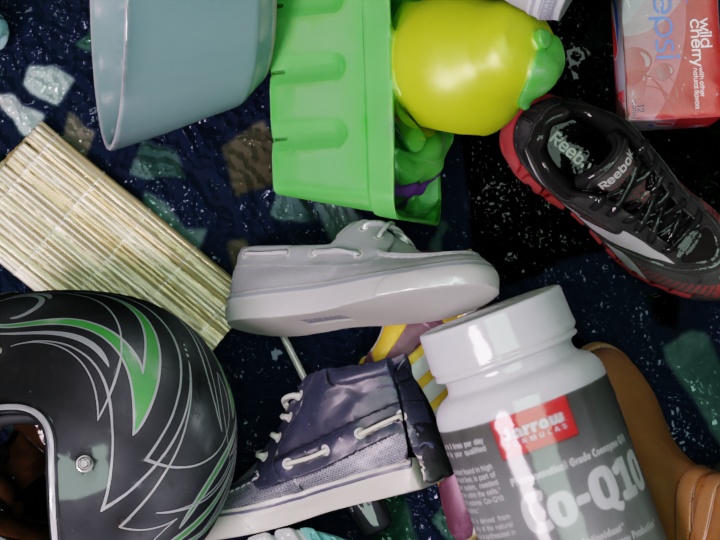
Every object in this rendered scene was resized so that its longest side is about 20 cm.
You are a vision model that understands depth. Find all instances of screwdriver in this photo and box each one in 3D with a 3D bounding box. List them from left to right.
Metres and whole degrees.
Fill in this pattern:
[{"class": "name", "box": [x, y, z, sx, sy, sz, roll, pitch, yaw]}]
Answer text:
[{"class": "screwdriver", "box": [-0.031, 0.090, 1.344, 0.028, 0.029, 0.200, -27, 89, -1]}]

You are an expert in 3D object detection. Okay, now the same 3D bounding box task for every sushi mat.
[{"class": "sushi mat", "box": [-0.177, -0.007, 1.354, 0.200, 0.012, 0.096, 39, 91, 1]}]

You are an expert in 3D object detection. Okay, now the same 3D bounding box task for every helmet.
[{"class": "helmet", "box": [-0.172, 0.111, 1.257, 0.190, 0.200, 0.200, 19, 88, 21]}]

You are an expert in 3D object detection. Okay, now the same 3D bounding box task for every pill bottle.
[{"class": "pill bottle", "box": [0.115, 0.118, 1.234, 0.114, 0.114, 0.200, -20, 90, 0]}]

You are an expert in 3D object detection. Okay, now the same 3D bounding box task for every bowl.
[{"class": "bowl", "box": [-0.116, -0.179, 1.282, 0.105, 0.201, 0.201, -2, 88, -15]}]

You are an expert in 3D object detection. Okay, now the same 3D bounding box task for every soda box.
[{"class": "soda box", "box": [0.206, -0.198, 1.334, 0.070, 0.063, 0.200, -3, 89, 1]}]

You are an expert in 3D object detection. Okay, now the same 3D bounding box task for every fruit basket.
[{"class": "fruit basket", "box": [0.043, -0.132, 1.286, 0.215, 0.155, 0.216, 0, 89, 15]}]

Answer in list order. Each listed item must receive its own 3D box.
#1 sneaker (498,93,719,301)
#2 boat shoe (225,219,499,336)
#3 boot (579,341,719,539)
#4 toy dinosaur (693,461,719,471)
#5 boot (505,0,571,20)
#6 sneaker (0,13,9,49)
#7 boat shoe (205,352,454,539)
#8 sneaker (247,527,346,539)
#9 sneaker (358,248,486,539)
[{"class": "sneaker", "box": [0.182, -0.048, 1.313, 0.200, 0.098, 0.071, 38, 87, 0]}, {"class": "boat shoe", "box": [0.000, 0.000, 1.289, 0.200, 0.072, 0.069, -10, 70, 36]}, {"class": "boot", "box": [0.205, 0.140, 1.271, 0.077, 0.155, 0.200, -12, 89, -19]}, {"class": "toy dinosaur", "box": [0.305, 0.123, 1.313, 0.136, 0.102, 0.200, -28, 66, -17]}, {"class": "boot", "box": [0.120, -0.245, 1.238, 0.095, 0.074, 0.200, 27, 51, 7]}, {"class": "sneaker", "box": [-0.321, -0.119, 1.329, 0.086, 0.078, 0.200, 41, 89, -2]}, {"class": "boat shoe", "box": [-0.037, 0.118, 1.303, 0.200, 0.075, 0.093, -18, 85, 22]}, {"class": "sneaker", "box": [-0.084, 0.239, 1.309, 0.200, 0.091, 0.078, -30, 68, 7]}, {"class": "sneaker", "box": [0.045, 0.087, 1.328, 0.090, 0.075, 0.200, -5, 82, 9]}]
